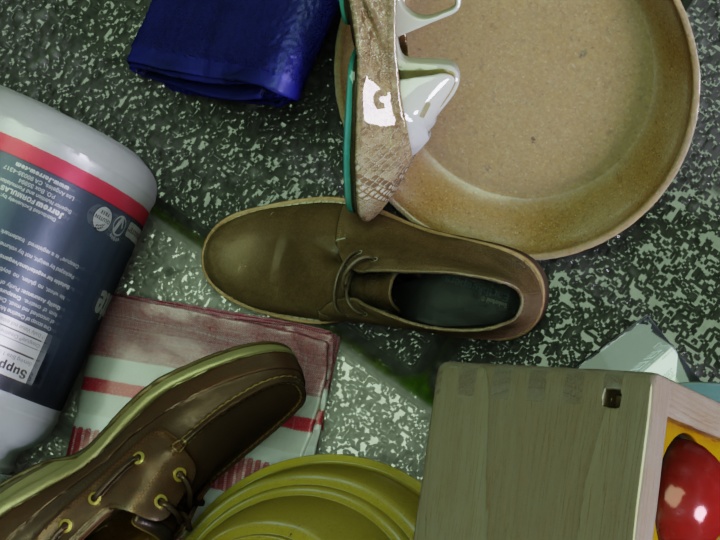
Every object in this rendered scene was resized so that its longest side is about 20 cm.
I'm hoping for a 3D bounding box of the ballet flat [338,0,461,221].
[{"bbox_3d":[0.020,-0.120,0.751,0.065,0.071,0.201,0,115,7],"label":"ballet flat"}]

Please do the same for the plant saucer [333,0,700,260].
[{"bbox_3d":[0.085,-0.105,0.790,0.199,0.035,0.201,7,114,17],"label":"plant saucer"}]

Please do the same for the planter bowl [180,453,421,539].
[{"bbox_3d":[-0.037,0.182,0.715,0.199,0.083,0.201,-7,69,20],"label":"planter bowl"}]

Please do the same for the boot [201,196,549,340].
[{"bbox_3d":[0.000,0.000,0.793,0.199,0.075,0.074,8,96,15],"label":"boot"}]

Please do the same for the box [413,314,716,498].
[{"bbox_3d":[0.150,0.150,0.763,0.157,0.050,0.200,-36,77,-1],"label":"box"}]

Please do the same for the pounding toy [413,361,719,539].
[{"bbox_3d":[0.135,0.124,0.635,0.142,0.200,0.185,1,77,36],"label":"pounding toy"}]

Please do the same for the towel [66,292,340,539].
[{"bbox_3d":[-0.098,0.119,0.812,0.143,0.023,0.201,9,80,9],"label":"towel"}]

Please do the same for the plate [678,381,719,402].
[{"bbox_3d":[0.170,0.153,0.721,0.199,0.026,0.201,-1,78,6],"label":"plate"}]

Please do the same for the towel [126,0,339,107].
[{"bbox_3d":[-0.045,-0.190,0.827,0.147,0.049,0.201,17,82,45],"label":"towel"}]

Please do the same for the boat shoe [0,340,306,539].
[{"bbox_3d":[-0.108,0.112,0.754,0.200,0.072,0.068,-33,54,-7],"label":"boat shoe"}]

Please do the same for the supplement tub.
[{"bbox_3d":[-0.208,0.010,0.785,0.140,0.140,0.201,22,82,10],"label":"supplement tub"}]

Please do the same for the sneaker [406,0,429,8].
[{"bbox_3d":[0.070,-0.201,0.815,0.199,0.081,0.077,-15,58,6],"label":"sneaker"}]
